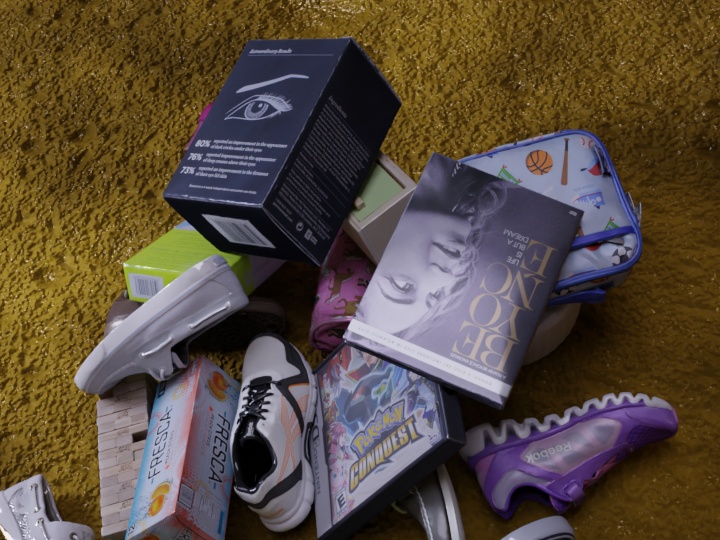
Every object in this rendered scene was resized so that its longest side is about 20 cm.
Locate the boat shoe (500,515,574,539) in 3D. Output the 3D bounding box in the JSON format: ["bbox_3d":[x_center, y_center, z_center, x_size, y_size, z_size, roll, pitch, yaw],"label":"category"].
[{"bbox_3d":[0.109,0.287,0.976,0.199,0.074,0.068,-32,48,-13],"label":"boat shoe"}]

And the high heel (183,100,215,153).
[{"bbox_3d":[-0.117,-0.158,1.377,0.199,0.068,0.097,19,69,28],"label":"high heel"}]

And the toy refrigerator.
[{"bbox_3d":[-0.009,-0.094,1.201,0.076,0.070,0.200,-36,45,-4],"label":"toy refrigerator"}]

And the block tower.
[{"bbox_3d":[-0.224,0.184,1.143,0.057,0.054,0.201,-16,50,0],"label":"block tower"}]

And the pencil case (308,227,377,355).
[{"bbox_3d":[0.000,0.000,1.223,0.082,0.087,0.201,20,53,-12],"label":"pencil case"}]

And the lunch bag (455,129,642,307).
[{"bbox_3d":[0.160,-0.038,1.083,0.199,0.076,0.161,-15,69,-2],"label":"lunch bag"}]

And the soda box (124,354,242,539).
[{"bbox_3d":[-0.160,0.177,1.089,0.068,0.064,0.201,-33,31,25],"label":"soda box"}]

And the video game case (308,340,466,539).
[{"bbox_3d":[0.015,0.127,1.069,0.025,0.200,0.182,20,43,-29],"label":"video game case"}]

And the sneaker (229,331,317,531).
[{"bbox_3d":[-0.086,0.140,1.106,0.073,0.080,0.201,-21,53,18],"label":"sneaker"}]

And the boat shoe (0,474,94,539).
[{"bbox_3d":[-0.279,0.262,1.082,0.069,0.071,0.200,-36,52,-14],"label":"boat shoe"}]

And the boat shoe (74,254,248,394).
[{"bbox_3d":[-0.191,0.068,1.131,0.200,0.072,0.069,-39,85,9],"label":"boat shoe"}]

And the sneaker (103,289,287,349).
[{"bbox_3d":[-0.176,0.038,1.237,0.198,0.071,0.076,-6,50,7],"label":"sneaker"}]

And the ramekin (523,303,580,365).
[{"bbox_3d":[0.135,0.009,1.177,0.201,0.095,0.203,-6,52,8],"label":"ramekin"}]

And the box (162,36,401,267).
[{"bbox_3d":[-0.074,-0.120,1.140,0.147,0.104,0.201,9,64,41],"label":"box"}]

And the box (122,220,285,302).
[{"bbox_3d":[-0.147,-0.023,1.248,0.121,0.048,0.200,7,28,24],"label":"box"}]

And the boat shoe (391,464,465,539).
[{"bbox_3d":[0.050,0.189,1.070,0.060,0.072,0.202,-15,44,-2],"label":"boat shoe"}]

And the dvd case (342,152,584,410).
[{"bbox_3d":[0.092,0.004,1.015,0.148,0.016,0.201,22,68,10],"label":"dvd case"}]

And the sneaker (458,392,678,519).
[{"bbox_3d":[0.193,0.172,1.053,0.199,0.081,0.089,-15,57,6],"label":"sneaker"}]
